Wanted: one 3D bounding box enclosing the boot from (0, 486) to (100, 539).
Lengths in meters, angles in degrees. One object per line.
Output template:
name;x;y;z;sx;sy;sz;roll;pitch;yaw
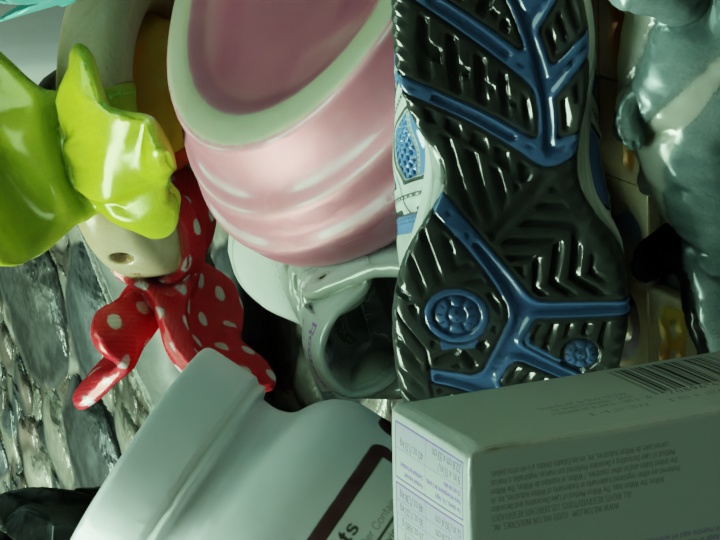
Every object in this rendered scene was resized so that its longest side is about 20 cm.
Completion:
boot;-0.050;0.106;1.105;0.165;0.199;0.066;153;108;-66

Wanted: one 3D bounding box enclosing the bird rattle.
bird rattle;-0.081;-0.044;1.136;0.200;0.112;0.164;47;-134;-53

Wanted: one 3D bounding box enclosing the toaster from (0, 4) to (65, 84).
toaster;-0.144;-0.184;1.333;0.181;0.118;0.200;108;146;-48

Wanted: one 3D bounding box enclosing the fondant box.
fondant box;0.086;0.131;0.867;0.058;0.144;0.201;-157;62;-63

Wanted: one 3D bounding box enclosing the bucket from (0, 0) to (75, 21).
bucket;-0.069;-0.186;0.907;0.207;0.134;0.208;167;90;-81

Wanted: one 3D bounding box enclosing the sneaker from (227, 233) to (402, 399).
sneaker;0.000;0.000;1.024;0.200;0.099;0.075;6;120;54

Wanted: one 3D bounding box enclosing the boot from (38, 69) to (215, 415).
boot;-0.078;0.017;1.261;0.182;0.072;0.201;-143;39;-59

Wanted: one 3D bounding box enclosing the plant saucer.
plant saucer;-0.003;-0.102;1.001;0.200;0.051;0.201;-32;44;37

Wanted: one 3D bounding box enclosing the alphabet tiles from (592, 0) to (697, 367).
alphabet tiles;0.084;-0.050;0.990;0.200;0.008;0.168;-155;60;-63

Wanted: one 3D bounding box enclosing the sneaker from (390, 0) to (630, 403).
sneaker;0.047;-0.031;0.895;0.077;0.075;0.201;-81;-7;-62

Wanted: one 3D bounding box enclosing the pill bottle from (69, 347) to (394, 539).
pill bottle;0.007;0.116;0.965;0.200;0.113;0.113;35;146;3

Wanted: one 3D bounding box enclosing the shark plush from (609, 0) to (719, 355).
shark plush;0.113;-0.047;0.849;0.083;0.091;0.201;21;115;25
